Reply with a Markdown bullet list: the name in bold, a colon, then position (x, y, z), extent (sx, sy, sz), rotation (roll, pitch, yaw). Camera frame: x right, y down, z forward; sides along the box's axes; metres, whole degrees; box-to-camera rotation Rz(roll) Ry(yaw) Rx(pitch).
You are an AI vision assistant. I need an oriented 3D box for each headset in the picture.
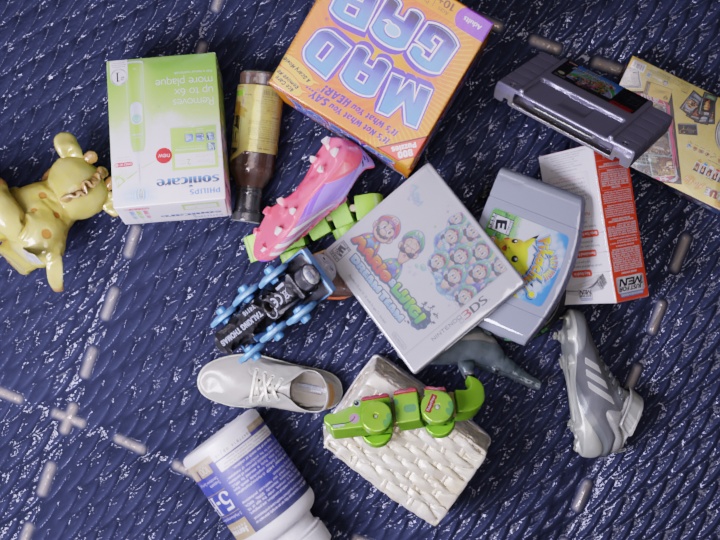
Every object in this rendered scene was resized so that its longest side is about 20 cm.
- **headset**: position (0.194, -0.009, 1.417), extent (0.123, 0.094, 0.202), rotation (-17, 66, 18)

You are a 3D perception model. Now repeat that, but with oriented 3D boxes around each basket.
- **basket**: position (0.061, 0.222, 1.421), extent (0.199, 0.123, 0.136), rotation (35, 92, 1)

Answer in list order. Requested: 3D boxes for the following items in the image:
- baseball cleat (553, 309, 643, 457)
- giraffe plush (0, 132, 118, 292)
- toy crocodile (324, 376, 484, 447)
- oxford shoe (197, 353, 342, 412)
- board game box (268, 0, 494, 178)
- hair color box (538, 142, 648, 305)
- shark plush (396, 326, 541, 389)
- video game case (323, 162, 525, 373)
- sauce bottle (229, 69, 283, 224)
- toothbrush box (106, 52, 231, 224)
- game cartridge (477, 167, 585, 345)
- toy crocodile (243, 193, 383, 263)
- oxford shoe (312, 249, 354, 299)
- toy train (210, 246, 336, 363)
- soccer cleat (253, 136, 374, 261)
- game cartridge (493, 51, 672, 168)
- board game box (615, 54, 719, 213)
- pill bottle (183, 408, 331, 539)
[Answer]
- **baseball cleat**: position (0.318, 0.146, 1.444), extent (0.105, 0.070, 0.202), rotation (-7, 100, -4)
- **giraffe plush**: position (-0.408, -0.091, 1.428), extent (0.199, 0.173, 0.162), rotation (24, 62, 38)
- **toy crocodile**: position (0.054, 0.172, 1.325), extent (0.198, 0.068, 0.062), rotation (-9, 63, 3)
- **oxford shoe**: position (-0.123, 0.154, 1.462), extent (0.198, 0.058, 0.076), rotation (7, 94, 4)
- **board game box**: position (0.028, -0.259, 1.375), extent (0.199, 0.200, 0.201), rotation (31, 92, 1)
- **hair color box**: position (0.301, -0.059, 1.406), extent (0.063, 0.111, 0.202), rotation (-8, 91, -29)
- **shark plush**: position (0.140, 0.121, 1.438), extent (0.199, 0.084, 0.091), rotation (32, 132, -17)
- **video game case**: position (0.079, -0.004, 1.377), extent (0.182, 0.024, 0.201), rotation (-40, 75, 9)
- **sauce bottle**: position (-0.142, -0.165, 1.451), extent (0.064, 0.065, 0.202), rotation (7, 90, 2)
- **toothbrush box**: position (-0.249, -0.172, 1.420), extent (0.144, 0.086, 0.202), rotation (-4, 79, -2)
- **game cartridge**: position (0.202, -0.016, 1.372), extent (0.132, 0.040, 0.202), rotation (22, 94, 15)
- **toy crocodile**: position (-0.061, -0.060, 1.457), extent (0.199, 0.062, 0.068), rotation (-23, 89, 7)
- **oxford shoe**: position (0.000, 0.000, 1.444), extent (0.198, 0.073, 0.072), rotation (-6, 90, 3)
- **toy train**: position (-0.109, 0.042, 1.399), extent (0.200, 0.114, 0.087), rotation (-38, 90, 36)
- **soccer cleat**: position (-0.063, -0.082, 1.397), extent (0.076, 0.067, 0.200), rotation (25, 111, -37)
- **game cartridge**: position (0.285, -0.211, 1.381), extent (0.199, 0.039, 0.130), rotation (32, 48, 21)
- **board game box**: position (0.417, -0.180, 1.442), extent (0.199, 0.035, 0.136), rotation (27, 92, 2)
- **pill bottle**: position (-0.131, 0.296, 1.433), extent (0.119, 0.120, 0.201), rotation (-36, 89, 3)
